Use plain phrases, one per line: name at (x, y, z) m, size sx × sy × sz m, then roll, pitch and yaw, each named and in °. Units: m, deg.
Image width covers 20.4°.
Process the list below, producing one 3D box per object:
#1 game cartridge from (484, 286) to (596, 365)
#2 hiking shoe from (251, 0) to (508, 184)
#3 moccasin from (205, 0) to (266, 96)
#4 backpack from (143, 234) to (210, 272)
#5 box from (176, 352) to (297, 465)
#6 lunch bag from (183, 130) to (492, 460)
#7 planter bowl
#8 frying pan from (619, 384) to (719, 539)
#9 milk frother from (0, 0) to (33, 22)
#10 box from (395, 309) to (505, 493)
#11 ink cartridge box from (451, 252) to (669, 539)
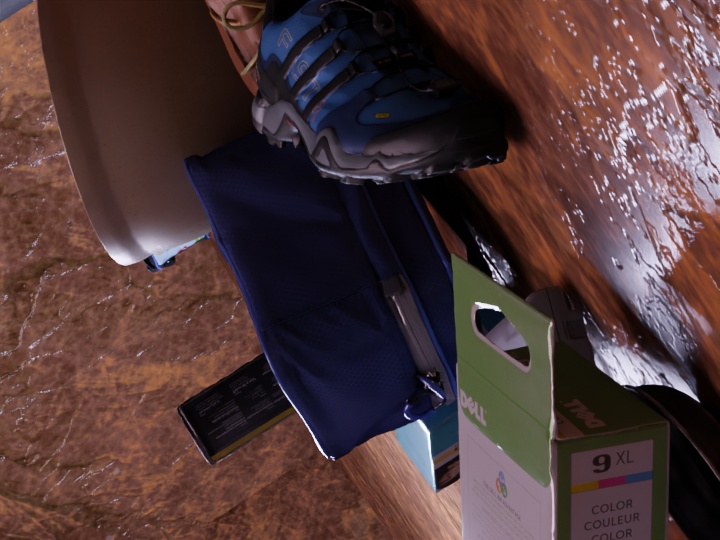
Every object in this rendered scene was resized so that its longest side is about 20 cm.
game cartridge at (0.104, 0.119, 1.032) m, size 0.133 × 0.041 × 0.201 m, roll 132°, pitch 126°, yaw -70°
hiking shoe at (-0.001, -0.095, 0.955) m, size 0.200 × 0.074 × 0.087 m, roll 23°, pitch 122°, yaw 56°
moccasin at (-0.051, -0.154, 1.094) m, size 0.202 × 0.073 × 0.078 m, roll 64°, pitch -175°, yaw 20°
backpack at (-0.274, -0.129, 2.534) m, size 0.183 × 0.147 × 0.200 m, roll 52°, pitch 177°, yaw 37°
box at (-0.031, 0.062, 1.374) m, size 0.049 × 0.200 × 0.160 m, roll 59°, pitch 173°, yaw 0°
lunch bag at (0.000, 0.000, 1.144) m, size 0.200 × 0.132 × 0.136 m, roll 64°, pitch 180°, yaw 33°
planter bowl at (-0.106, -0.116, 1.246) m, size 0.200 × 0.134 × 0.201 m, roll -13°, pitch -90°, yaw -85°
frying pan at (0.154, 0.087, 0.854) m, size 0.115 × 0.031 × 0.190 m, roll 56°, pitch 170°, yaw 10°
milk frother at (-0.305, -0.291, 1.800) m, size 0.200 × 0.188 × 0.181 m, roll 52°, pitch 173°, yaw 35°
box at (0.065, 0.085, 1.287) m, size 0.049 × 0.082 × 0.200 m, roll 55°, pitch 174°, yaw 16°
ink cartridge box at (0.089, 0.095, 0.896) m, size 0.104 × 0.059 × 0.201 m, roll -139°, pitch 43°, yaw -63°
